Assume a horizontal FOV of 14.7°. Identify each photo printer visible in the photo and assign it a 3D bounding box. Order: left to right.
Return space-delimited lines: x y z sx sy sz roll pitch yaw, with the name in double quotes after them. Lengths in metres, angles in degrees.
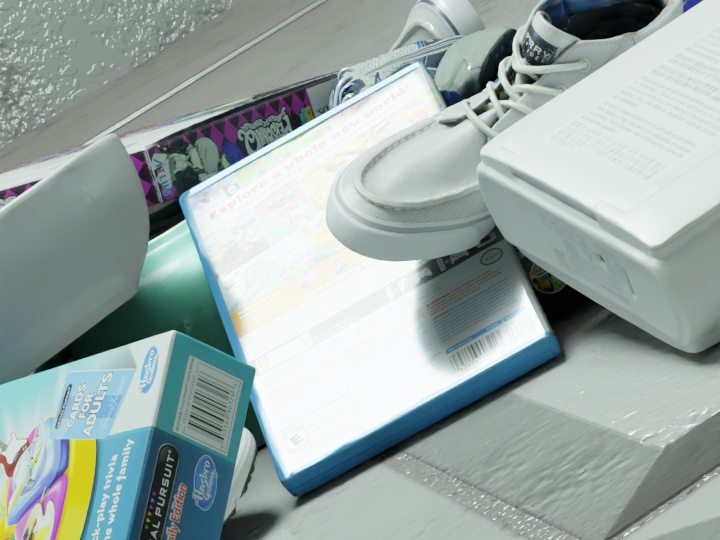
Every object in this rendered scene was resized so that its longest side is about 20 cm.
0.172 -0.059 1.227 0.200 0.070 0.166 -34 30 -15 "photo printer"

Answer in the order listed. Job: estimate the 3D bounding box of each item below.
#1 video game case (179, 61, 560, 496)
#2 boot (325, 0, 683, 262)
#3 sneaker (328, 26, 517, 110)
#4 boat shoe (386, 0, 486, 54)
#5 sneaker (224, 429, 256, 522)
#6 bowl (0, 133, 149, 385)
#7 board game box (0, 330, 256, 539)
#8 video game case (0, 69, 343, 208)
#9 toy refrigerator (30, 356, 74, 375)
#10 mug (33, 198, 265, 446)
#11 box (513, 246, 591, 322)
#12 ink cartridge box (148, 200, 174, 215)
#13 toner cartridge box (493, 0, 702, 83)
0.000 0.000 1.339 0.143 0.018 0.200 -29 47 7 "video game case"
0.068 -0.079 1.300 0.200 0.073 0.096 -27 -36 -36 "boot"
0.017 -0.073 1.494 0.085 0.077 0.200 5 23 24 "sneaker"
0.031 -0.101 1.694 0.066 0.072 0.200 -33 -13 -21 "boat shoe"
-0.132 0.090 1.328 0.200 0.080 0.074 -21 43 51 "sneaker"
-0.195 0.030 1.365 0.200 0.075 0.200 -39 3 -35 "bowl"
-0.135 0.119 1.174 0.200 0.047 0.152 -18 53 48 "board game box"
-0.127 -0.057 1.546 0.199 0.036 0.181 -13 9 39 "video game case"
-0.200 0.062 1.641 0.075 0.070 0.200 -6 21 1 "toy refrigerator"
-0.090 0.032 1.464 0.185 0.115 0.152 -33 12 -17 "mug"
0.109 -0.021 1.379 0.199 0.040 0.137 -28 13 9 "box"
-0.042 -0.057 1.637 0.094 0.044 0.200 -31 14 -37 "ink cartridge box"
0.133 -0.117 1.518 0.095 0.043 0.200 -21 14 28 "toner cartridge box"
